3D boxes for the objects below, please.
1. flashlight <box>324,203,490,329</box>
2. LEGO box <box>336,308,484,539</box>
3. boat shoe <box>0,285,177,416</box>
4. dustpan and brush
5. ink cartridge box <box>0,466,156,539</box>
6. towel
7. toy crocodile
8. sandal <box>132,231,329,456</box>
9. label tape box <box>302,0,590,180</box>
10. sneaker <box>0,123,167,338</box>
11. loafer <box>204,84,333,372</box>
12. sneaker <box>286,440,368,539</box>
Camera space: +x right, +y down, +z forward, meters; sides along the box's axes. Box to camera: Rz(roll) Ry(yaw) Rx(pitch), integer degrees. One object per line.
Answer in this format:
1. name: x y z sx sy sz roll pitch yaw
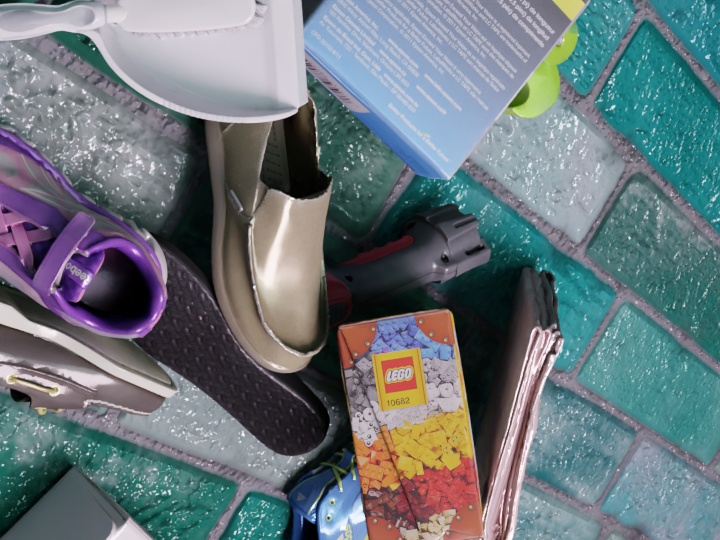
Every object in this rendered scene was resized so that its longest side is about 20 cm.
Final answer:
1. flashlight: 0.000 0.000 0.972 0.199 0.068 0.068 -24 94 -35
2. LEGO box: 0.039 0.106 0.933 0.076 0.200 0.151 -9 87 4
3. boat shoe: -0.204 0.052 0.815 0.200 0.072 0.061 31 95 -39
4. dustpan and brush: -0.131 -0.151 0.767 0.198 0.057 0.141 -5 104 -5
5. ink cartridge box: -0.184 0.256 0.928 0.145 0.083 0.201 -45 134 -13
6. towel: 0.126 0.108 1.067 0.032 0.200 0.193 14 105 2
7. toy crocodile: 0.111 -0.206 0.951 0.061 0.067 0.201 -31 130 -22
8. sandal: -0.096 0.048 0.895 0.075 0.045 0.200 -28 116 30
9. label tape box: 0.060 -0.184 0.882 0.143 0.066 0.201 40 82 -19
10. sneaker: -0.186 -0.020 0.759 0.199 0.088 0.081 34 94 -31
11. loafer: -0.054 -0.033 0.847 0.075 0.068 0.202 -15 96 -46
12. sneaker: 0.005 0.168 1.055 0.104 0.076 0.202 10 106 -43
